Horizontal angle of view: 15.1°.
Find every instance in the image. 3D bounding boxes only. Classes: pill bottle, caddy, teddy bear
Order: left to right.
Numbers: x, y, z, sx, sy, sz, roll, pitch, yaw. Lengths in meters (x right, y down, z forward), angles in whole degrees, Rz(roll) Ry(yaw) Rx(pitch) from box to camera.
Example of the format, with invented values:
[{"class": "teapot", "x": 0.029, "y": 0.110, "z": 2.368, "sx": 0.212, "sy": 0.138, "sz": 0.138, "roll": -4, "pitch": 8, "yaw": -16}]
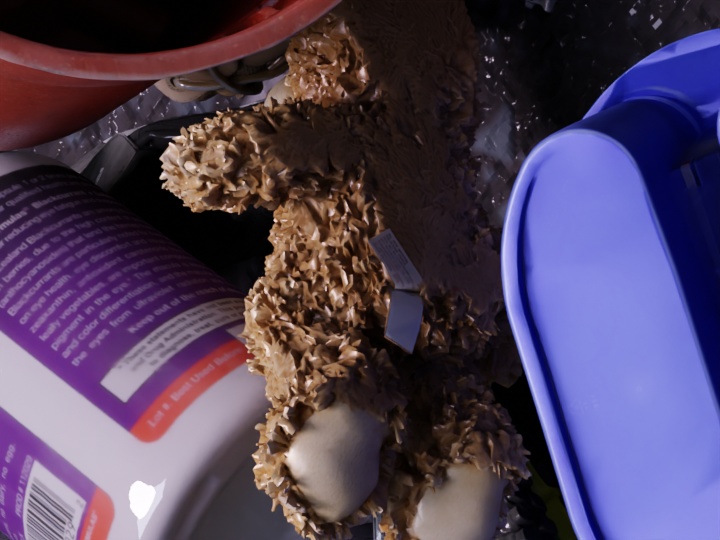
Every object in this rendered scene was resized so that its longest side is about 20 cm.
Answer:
[{"class": "pill bottle", "x": -0.103, "y": 0.029, "z": 0.911, "sx": 0.200, "sy": 0.111, "sz": 0.112, "roll": 35, "pitch": 121, "yaw": 29}, {"class": "teddy bear", "x": 0.000, "y": 0.000, "z": 0.843, "sx": 0.067, "sy": 0.145, "sz": 0.200, "roll": -31, "pitch": 68, "yaw": 45}, {"class": "caddy", "x": 0.127, "y": 0.023, "z": 0.829, "sx": 0.141, "sy": 0.105, "sz": 0.200, "roll": -17, "pitch": 87, "yaw": 19}]

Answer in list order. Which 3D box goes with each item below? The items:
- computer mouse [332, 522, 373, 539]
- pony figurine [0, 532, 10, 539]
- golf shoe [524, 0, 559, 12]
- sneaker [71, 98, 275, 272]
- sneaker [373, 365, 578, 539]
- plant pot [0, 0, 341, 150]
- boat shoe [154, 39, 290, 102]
[{"class": "computer mouse", "x": -0.023, "y": 0.152, "z": 1.014, "sx": 0.200, "sy": 0.053, "sz": 0.139, "roll": -24, "pitch": 69, "yaw": 35}, {"class": "pony figurine", "x": -0.152, "y": 0.153, "z": 1.003, "sx": 0.193, "sy": 0.166, "sz": 0.200, "roll": -28, "pitch": 76, "yaw": 28}, {"class": "golf shoe", "x": 0.009, "y": -0.159, "z": 0.925, "sx": 0.200, "sy": 0.078, "sz": 0.095, "roll": 25, "pitch": 97, "yaw": 35}, {"class": "sneaker", "x": -0.078, "y": -0.025, "z": 1.009, "sx": 0.200, "sy": 0.090, "sz": 0.067, "roll": -15, "pitch": 88, "yaw": 43}, {"class": "sneaker", "x": 0.025, "y": 0.081, "z": 0.916, "sx": 0.085, "sy": 0.078, "sz": 0.200, "roll": -46, "pitch": 46, "yaw": 25}, {"class": "plant pot", "x": -0.101, "y": -0.130, "z": 0.827, "sx": 0.201, "sy": 0.200, "sz": 0.195, "roll": 71, "pitch": 159, "yaw": 5}, {"class": "boat shoe", "x": -0.047, "y": -0.092, "z": 0.979, "sx": 0.200, "sy": 0.071, "sz": 0.065, "roll": 18, "pitch": 103, "yaw": 49}]
